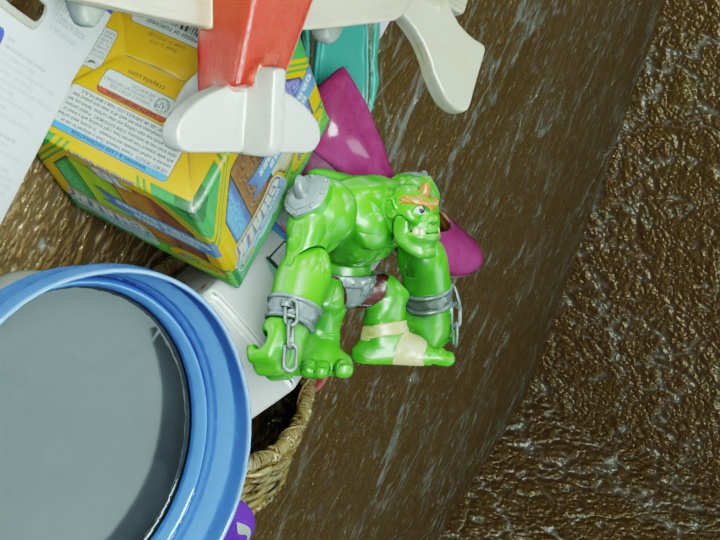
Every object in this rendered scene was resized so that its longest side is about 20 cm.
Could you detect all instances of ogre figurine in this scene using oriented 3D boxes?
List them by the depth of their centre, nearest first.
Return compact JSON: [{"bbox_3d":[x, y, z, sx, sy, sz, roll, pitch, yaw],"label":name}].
[{"bbox_3d":[0.000,0.000,1.165,0.199,0.098,0.121,-3,96,-37],"label":"ogre figurine"}]

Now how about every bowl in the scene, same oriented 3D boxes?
[{"bbox_3d":[-0.142,0.093,0.951,0.199,0.039,0.203,-15,112,-41],"label":"bowl"}]

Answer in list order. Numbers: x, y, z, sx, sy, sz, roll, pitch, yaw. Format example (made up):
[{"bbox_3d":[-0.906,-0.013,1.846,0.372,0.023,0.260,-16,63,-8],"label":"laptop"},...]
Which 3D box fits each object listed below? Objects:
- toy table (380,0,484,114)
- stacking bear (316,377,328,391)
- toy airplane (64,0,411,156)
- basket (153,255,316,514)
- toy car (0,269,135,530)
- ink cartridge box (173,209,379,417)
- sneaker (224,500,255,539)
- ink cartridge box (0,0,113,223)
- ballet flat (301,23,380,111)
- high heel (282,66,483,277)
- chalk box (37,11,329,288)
[{"bbox_3d":[0.050,-0.221,1.357,0.184,0.116,0.202,23,-87,66],"label":"toy table"},{"bbox_3d":[-0.044,-0.015,1.558,0.114,0.121,0.200,-64,180,36],"label":"stacking bear"},{"bbox_3d":[-0.064,-0.154,0.953,0.199,0.141,0.201,-44,143,-15],"label":"toy airplane"},{"bbox_3d":[-0.107,0.085,1.384,0.200,0.142,0.150,-41,154,-59],"label":"basket"},{"bbox_3d":[-0.196,0.115,1.091,0.149,0.176,0.201,-21,142,-3],"label":"toy car"},{"bbox_3d":[-0.083,0.033,1.264,0.144,0.084,0.200,-36,-170,31],"label":"ink cartridge box"},{"bbox_3d":[-0.126,0.202,1.239,0.199,0.099,0.070,-7,131,-52],"label":"sneaker"},{"bbox_3d":[-0.207,-0.068,0.904,0.202,0.047,0.198,-66,166,-3],"label":"ink cartridge box"},{"bbox_3d":[-0.015,-0.188,1.250,0.070,0.067,0.202,-129,-137,-61],"label":"ballet flat"},{"bbox_3d":[0.030,-0.059,1.261,0.199,0.067,0.097,20,105,-46],"label":"high heel"},{"bbox_3d":[-0.103,-0.080,1.120,0.125,0.124,0.200,-62,166,-13],"label":"chalk box"}]
